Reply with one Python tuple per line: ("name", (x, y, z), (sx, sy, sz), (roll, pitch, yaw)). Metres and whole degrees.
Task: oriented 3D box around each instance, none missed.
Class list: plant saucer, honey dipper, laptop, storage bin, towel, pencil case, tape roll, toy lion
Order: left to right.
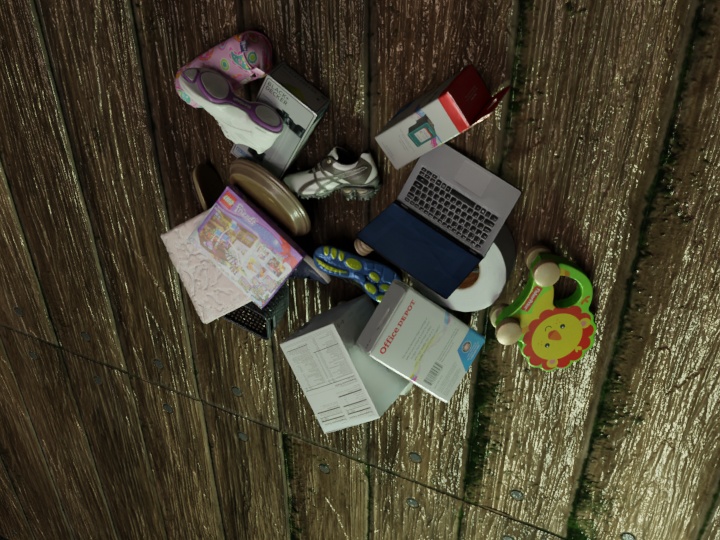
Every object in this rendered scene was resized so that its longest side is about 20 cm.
("towel", (-0.280, -0.021, 1.577), (0.188, 0.032, 0.203), (-25, 94, 13))
("pencil case", (-0.244, -0.357, 1.410), (0.197, 0.088, 0.088), (-13, 117, 37))
("storage bin", (-0.258, 0.046, 1.684), (0.197, 0.095, 0.136), (26, 154, 8))
("plant saucer", (-0.179, -0.133, 1.521), (0.198, 0.030, 0.201), (34, 160, 14))
("honey dipper", (0.063, -0.087, 1.465), (0.038, 0.038, 0.199), (47, 132, -10))
("laptop", (0.129, -0.092, 1.291), (0.186, 0.116, 0.202), (34, 103, 16))
("tape roll", (0.177, -0.027, 1.422), (0.196, 0.066, 0.204), (16, 130, 20))
("toy lion", (0.338, 0.080, 1.384), (0.188, 0.069, 0.202), (21, 115, -16))

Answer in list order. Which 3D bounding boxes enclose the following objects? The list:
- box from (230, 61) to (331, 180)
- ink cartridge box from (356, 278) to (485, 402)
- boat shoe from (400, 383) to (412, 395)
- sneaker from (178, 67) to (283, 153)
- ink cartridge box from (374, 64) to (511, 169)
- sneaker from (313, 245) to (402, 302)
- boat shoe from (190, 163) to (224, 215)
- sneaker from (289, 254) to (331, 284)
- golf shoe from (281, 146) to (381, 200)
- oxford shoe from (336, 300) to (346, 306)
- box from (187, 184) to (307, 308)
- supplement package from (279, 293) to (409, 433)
("box", (-0.149, -0.263, 1.442), (0.116, 0.060, 0.200), (39, 133, -1))
("ink cartridge box", (0.112, 0.131, 1.481), (0.198, 0.146, 0.085), (33, 180, -23))
("boat shoe", (0.122, 0.191, 1.611), (0.068, 0.075, 0.202), (31, 133, 14))
("sneaker", (-0.235, -0.272, 1.378), (0.198, 0.076, 0.100), (33, 139, -11))
("ink cartridge box", (0.130, -0.250, 1.248), (0.198, 0.117, 0.068), (-26, 109, 40))
("sneaker", (0.000, 0.000, 1.551), (0.196, 0.083, 0.072), (25, 99, -7))
("boat shoe", (-0.315, -0.127, 1.637), (0.071, 0.073, 0.203), (1, 130, 29))
("sneaker", (-0.152, -0.003, 1.599), (0.198, 0.085, 0.075), (27, 169, 25))
("golf shoe", (-0.057, -0.183, 1.446), (0.195, 0.078, 0.096), (2, 116, 20))
("oxford shoe", (0.004, 0.154, 1.670), (0.203, 0.057, 0.075), (66, 159, -7))
("box", (-0.219, -0.046, 1.525), (0.200, 0.039, 0.137), (43, 105, 0))
("supplement package", (-0.028, 0.184, 1.562), (0.149, 0.151, 0.203), (-23, 98, 35))
